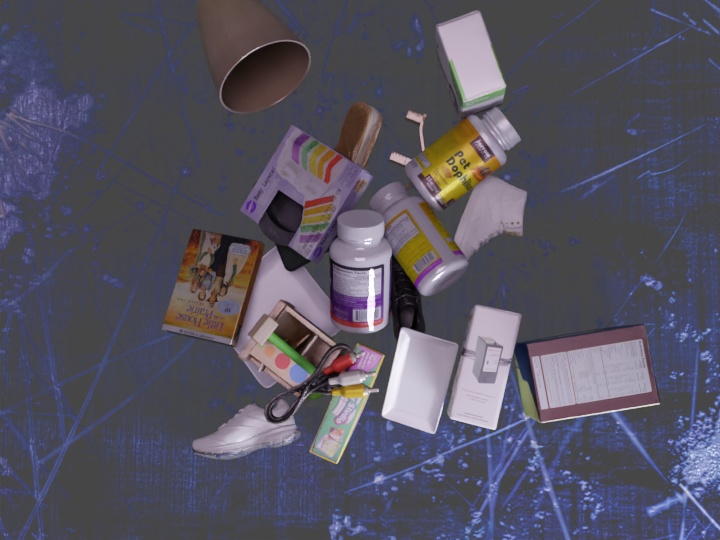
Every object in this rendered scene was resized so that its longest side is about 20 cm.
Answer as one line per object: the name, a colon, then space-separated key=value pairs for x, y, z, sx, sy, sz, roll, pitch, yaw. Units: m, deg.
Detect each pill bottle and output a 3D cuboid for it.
pill bottle: x=0.000 y=0.000 z=1.601 sx=0.111 sy=0.112 sz=0.201 roll=2 pitch=116 yaw=3
pill bottle: x=0.186 y=-0.204 z=1.634 sx=0.200 sy=0.109 sz=0.109 roll=-37 pitch=84 yaw=9
pill bottle: x=0.099 y=-0.060 z=1.621 sx=0.104 sy=0.104 sz=0.200 roll=-33 pitch=71 yaw=-1

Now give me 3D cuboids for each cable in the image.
cable: x=-0.074 y=0.186 z=1.496 sx=0.199 sy=0.050 sz=0.098 roll=-20 pitch=89 yaw=0

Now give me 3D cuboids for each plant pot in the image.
plant pot: x=-0.219 y=-0.430 z=1.682 sx=0.187 sy=0.187 sz=0.200 roll=-30 pitch=70 yaw=0

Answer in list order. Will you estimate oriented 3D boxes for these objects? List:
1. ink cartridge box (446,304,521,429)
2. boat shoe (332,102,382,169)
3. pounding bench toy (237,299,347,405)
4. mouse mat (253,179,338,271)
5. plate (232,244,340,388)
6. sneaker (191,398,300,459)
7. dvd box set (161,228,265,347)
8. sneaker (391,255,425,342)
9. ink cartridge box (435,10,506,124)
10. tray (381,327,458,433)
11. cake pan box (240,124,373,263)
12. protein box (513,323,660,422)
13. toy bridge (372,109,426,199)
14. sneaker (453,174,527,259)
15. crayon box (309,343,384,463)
ink cartridge box: x=0.217 y=0.169 z=1.604 sx=0.084 sy=0.146 sz=0.201 roll=14 pitch=85 yaw=5
boat shoe: x=-0.013 y=-0.212 z=1.690 sx=0.074 sy=0.069 sz=0.201 roll=38 pitch=111 yaw=32
pounding bench toy: x=-0.112 y=0.147 z=1.569 sx=0.156 sy=0.200 sz=0.124 roll=37 pitch=88 yaw=6
mouse mat: x=-0.105 y=-0.116 z=1.681 sx=0.161 sy=0.008 sz=0.201 roll=-30 pitch=69 yaw=15
plate: x=-0.158 y=0.083 z=1.693 sx=0.200 sy=0.032 sz=0.200 roll=-39 pitch=85 yaw=-1
sneaker: x=-0.213 y=0.295 z=1.667 sx=0.199 sy=0.075 sz=0.087 roll=-13 pitch=72 yaw=-5
dvd box set: x=-0.272 y=0.031 z=1.675 sx=0.146 sy=0.029 sz=0.201 roll=12 pitch=76 yaw=16
sneaker: x=0.083 y=0.039 z=1.657 sx=0.076 sy=0.091 sz=0.201 roll=-12 pitch=82 yaw=2
ink cartridge box: x=0.196 y=-0.356 z=1.633 sx=0.084 sy=0.200 sz=0.146 roll=-19 pitch=84 yaw=3
tray: x=0.107 y=0.196 z=1.631 sx=0.107 sy=0.022 sz=0.201 roll=16 pitch=118 yaw=10
cake pan box: x=-0.103 y=-0.137 z=1.653 sx=0.184 sy=0.052 sz=0.200 roll=36 pitch=96 yaw=27
protein box: x=0.384 y=0.176 z=1.576 sx=0.199 sy=0.199 sz=0.136 roll=-9 pitch=85 yaw=2
toy bridge: x=0.086 y=-0.204 z=1.710 sx=0.067 sy=0.027 sz=0.201 roll=22 pitch=86 yaw=2
sneaker: x=0.239 y=-0.073 z=1.668 sx=0.115 sy=0.074 sz=0.201 roll=23 pitch=85 yaw=7
crayon box: x=-0.021 y=0.229 z=1.603 sx=0.058 sy=0.173 sz=0.201 roll=23 pitch=86 yaw=4
